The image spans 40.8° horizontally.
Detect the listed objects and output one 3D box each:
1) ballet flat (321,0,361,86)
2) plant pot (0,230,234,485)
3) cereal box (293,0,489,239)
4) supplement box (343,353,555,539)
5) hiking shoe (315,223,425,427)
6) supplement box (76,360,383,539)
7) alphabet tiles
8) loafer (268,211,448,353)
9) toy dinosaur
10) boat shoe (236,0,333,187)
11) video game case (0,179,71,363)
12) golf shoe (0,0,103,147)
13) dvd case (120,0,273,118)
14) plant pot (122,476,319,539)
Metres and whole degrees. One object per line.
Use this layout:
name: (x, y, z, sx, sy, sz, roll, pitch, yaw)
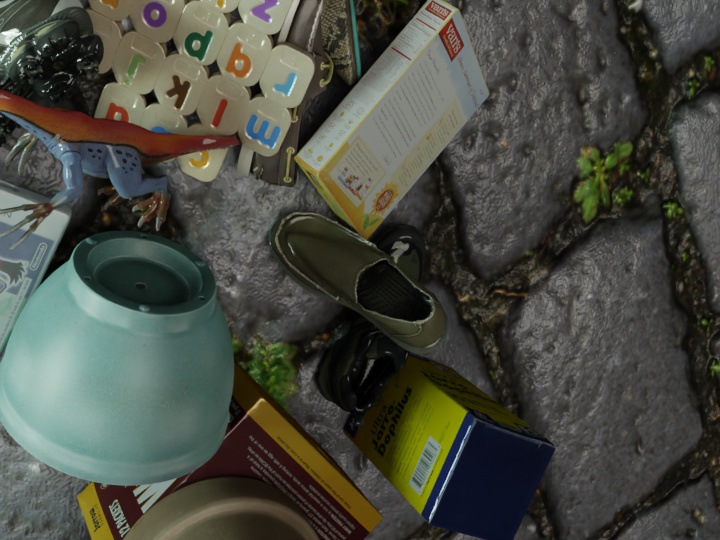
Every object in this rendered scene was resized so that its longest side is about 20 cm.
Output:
ballet flat: (-0.032, -0.272, 0.876, 0.074, 0.068, 0.205, 2, 100, -4)
plant pot: (-0.189, 0.054, 0.793, 0.197, 0.201, 0.136, 5, 122, -27)
cereal box: (0.036, -0.140, 0.921, 0.201, 0.039, 0.144, -50, 151, -6)
supplement box: (0.083, 0.170, 0.981, 0.107, 0.200, 0.111, 22, 96, -30)
hiking shoe: (0.028, 0.056, 0.976, 0.075, 0.100, 0.204, 17, 98, -29)
supplement box: (-0.126, 0.228, 0.935, 0.200, 0.132, 0.198, -46, 119, -7)
alphabet tiles: (-0.141, -0.179, 0.812, 0.197, 0.015, 0.198, 25, 118, -8)
loafer: (0.000, 0.000, 0.914, 0.198, 0.070, 0.076, 31, 72, 10)
toy dinosaur: (-0.222, -0.110, 0.760, 0.200, 0.105, 0.182, -45, 147, -11)
boat shoe: (-0.058, -0.168, 0.857, 0.058, 0.072, 0.203, 17, 116, -7)
video game case: (-0.359, 0.004, 0.789, 0.180, 0.023, 0.202, 21, 109, -29)
golf shoe: (-0.300, -0.160, 0.774, 0.197, 0.096, 0.078, -28, 159, 6)
dvd case: (-0.146, -0.250, 0.845, 0.147, 0.016, 0.203, -30, 117, -16)
plant pot: (-0.099, 0.298, 0.793, 0.196, 0.174, 0.205, -7, 108, -23)
